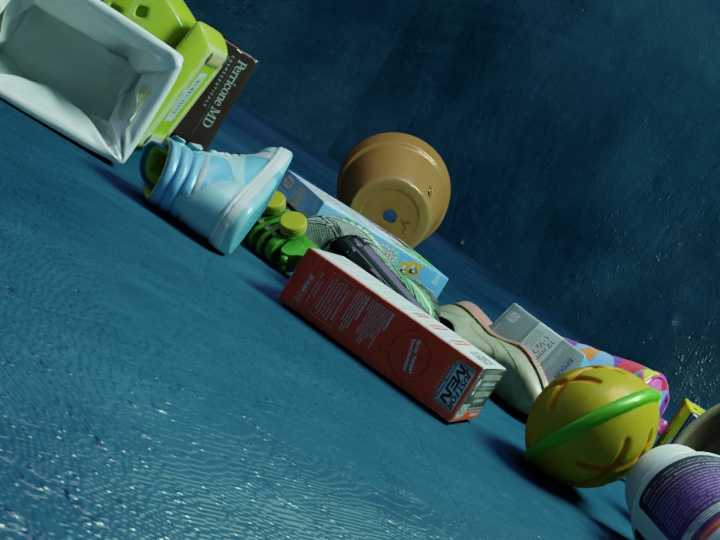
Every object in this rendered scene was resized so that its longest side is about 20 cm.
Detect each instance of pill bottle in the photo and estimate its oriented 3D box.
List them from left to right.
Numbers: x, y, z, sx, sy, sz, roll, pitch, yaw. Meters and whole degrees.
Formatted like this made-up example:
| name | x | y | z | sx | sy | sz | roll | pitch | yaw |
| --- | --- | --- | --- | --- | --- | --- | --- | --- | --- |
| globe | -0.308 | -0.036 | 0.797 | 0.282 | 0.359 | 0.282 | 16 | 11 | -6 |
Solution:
| name | x | y | z | sx | sy | sz | roll | pitch | yaw |
| --- | --- | --- | --- | --- | --- | --- | --- | --- | --- |
| pill bottle | 0.289 | 0.216 | 1.060 | 0.111 | 0.112 | 0.200 | 31 | 7 | -14 |

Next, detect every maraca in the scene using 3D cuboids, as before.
| name | x | y | z | sx | sy | sz | roll | pitch | yaw |
| --- | --- | --- | --- | --- | --- | --- | --- | --- | --- |
| maraca | 0.217 | 0.147 | 1.207 | 0.200 | 0.136 | 0.108 | 38 | 29 | -74 |

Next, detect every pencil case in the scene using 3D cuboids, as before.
| name | x | y | z | sx | sy | sz | roll | pitch | yaw |
| --- | --- | --- | --- | --- | --- | --- | --- | --- | --- |
| pencil case | 0.293 | 0.143 | 1.633 | 0.199 | 0.089 | 0.088 | 24 | -1 | 42 |

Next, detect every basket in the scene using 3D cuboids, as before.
| name | x | y | z | sx | sy | sz | roll | pitch | yaw |
| --- | --- | --- | --- | --- | --- | --- | --- | --- | --- |
| basket | -0.303 | -0.220 | 1.361 | 0.199 | 0.136 | 0.123 | 31 | 2 | -14 |

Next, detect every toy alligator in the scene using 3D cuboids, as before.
| name | x | y | z | sx | sy | sz | roll | pitch | yaw |
| --- | --- | --- | --- | --- | --- | --- | --- | --- | --- |
| toy alligator | -0.078 | -0.023 | 1.373 | 0.054 | 0.060 | 0.200 | -24 | 50 | -26 |

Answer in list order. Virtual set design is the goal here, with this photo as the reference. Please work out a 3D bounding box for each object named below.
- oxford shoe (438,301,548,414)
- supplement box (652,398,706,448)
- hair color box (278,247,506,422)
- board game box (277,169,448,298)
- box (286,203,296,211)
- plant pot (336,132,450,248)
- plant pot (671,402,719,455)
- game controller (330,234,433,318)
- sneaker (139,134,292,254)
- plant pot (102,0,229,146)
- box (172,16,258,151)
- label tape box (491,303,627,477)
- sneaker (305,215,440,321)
| name | x | y | z | sx | sy | sz | roll | pitch | yaw |
| --- | --- | --- | --- | --- | --- | --- | --- | --- | --- |
| oxford shoe | 0.137 | 0.105 | 1.467 | 0.073 | 0.071 | 0.200 | -3 | 28 | -34 |
| supplement box | 0.408 | 0.234 | 1.543 | 0.108 | 0.110 | 0.200 | 34 | 6 | 10 |
| hair color box | 0.030 | 0.060 | 1.202 | 0.199 | 0.061 | 0.101 | 34 | 6 | 18 |
| board game box | 0.000 | -0.045 | 1.614 | 0.199 | 0.037 | 0.151 | 30 | 7 | -27 |
| box | -0.051 | -0.030 | 1.588 | 0.199 | 0.039 | 0.137 | 34 | 6 | 11 |
| plant pot | 0.052 | -0.117 | 2.180 | 0.199 | 0.201 | 0.140 | 32 | 22 | -8 |
| plant pot | 0.408 | 0.243 | 1.237 | 0.175 | 0.200 | 0.200 | 49 | -4 | -35 |
| game controller | 0.041 | 0.045 | 1.323 | 0.200 | 0.042 | 0.104 | 49 | -7 | 4 |
| sneaker | -0.148 | -0.103 | 1.303 | 0.130 | 0.080 | 0.200 | 31 | 24 | -2 |
| plant pot | -0.274 | -0.257 | 1.528 | 0.181 | 0.200 | 0.199 | 38 | 5 | -2 |
| box | -0.290 | -0.312 | 1.974 | 0.199 | 0.167 | 0.164 | 30 | 6 | -20 |
| label tape box | 0.246 | 0.140 | 1.501 | 0.200 | 0.066 | 0.143 | 37 | -10 | 48 |
| sneaker | 0.000 | 0.000 | 1.435 | 0.200 | 0.078 | 0.085 | 36 | 8 | 23 |
